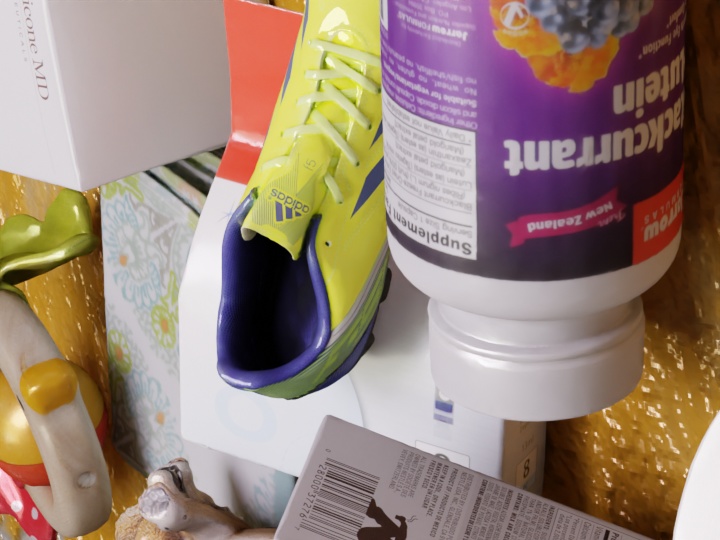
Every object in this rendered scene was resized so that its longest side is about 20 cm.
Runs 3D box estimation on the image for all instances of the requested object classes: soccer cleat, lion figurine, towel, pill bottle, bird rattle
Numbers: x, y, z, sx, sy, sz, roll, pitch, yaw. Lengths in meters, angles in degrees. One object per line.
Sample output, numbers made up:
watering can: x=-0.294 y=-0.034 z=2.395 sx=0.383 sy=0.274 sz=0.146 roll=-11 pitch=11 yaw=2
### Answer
soccer cleat: x=-0.013 y=-0.043 z=1.117 sx=0.065 sy=0.084 sz=0.201 roll=20 pitch=108 yaw=27
lion figurine: x=-0.030 y=0.130 z=1.243 sx=0.199 sy=0.122 sz=0.073 roll=12 pitch=82 yaw=26
towel: x=-0.061 y=0.040 z=1.345 sx=0.171 sy=0.048 sz=0.201 roll=36 pitch=134 yaw=45
pill bottle: x=0.064 y=-0.051 z=1.046 sx=0.111 sy=0.111 sz=0.201 roll=29 pitch=130 yaw=46
bird rattle: x=-0.173 y=0.070 z=1.432 sx=0.163 sy=0.112 sz=0.201 roll=-130 pitch=32 yaw=-51

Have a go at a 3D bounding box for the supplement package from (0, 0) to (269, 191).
supplement package: x=-0.142 y=-0.118 z=1.309 sx=0.200 sy=0.117 sz=0.117 roll=14 pitch=118 yaw=52

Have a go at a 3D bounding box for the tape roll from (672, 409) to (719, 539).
tape roll: x=0.196 y=0.103 z=0.909 sx=0.202 sy=0.037 sz=0.204 roll=-2 pitch=86 yaw=29

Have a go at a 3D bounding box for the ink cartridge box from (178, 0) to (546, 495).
ink cartridge box: x=0.000 y=0.000 z=1.181 sx=0.160 sy=0.047 sz=0.201 roll=17 pitch=124 yaw=27

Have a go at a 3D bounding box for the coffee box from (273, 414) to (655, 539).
coffee box: x=0.056 y=0.151 z=1.099 sx=0.199 sy=0.080 sz=0.113 roll=21 pitch=131 yaw=2
